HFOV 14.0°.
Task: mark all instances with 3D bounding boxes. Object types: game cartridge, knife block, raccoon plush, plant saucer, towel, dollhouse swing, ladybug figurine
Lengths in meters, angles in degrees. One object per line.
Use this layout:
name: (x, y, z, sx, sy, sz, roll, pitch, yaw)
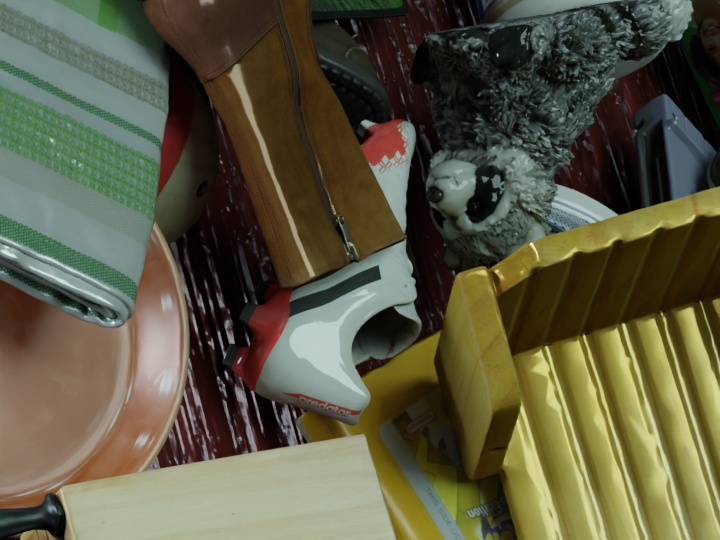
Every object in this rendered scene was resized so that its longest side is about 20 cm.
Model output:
game cartridge: (0.209, -0.004, 1.685, 0.130, 0.038, 0.200, 41, 26, -24)
knife block: (-0.103, 0.127, 1.308, 0.176, 0.200, 0.064, 26, 43, -65)
raccoon plush: (0.114, -0.073, 1.587, 0.199, 0.097, 0.134, -12, 96, -24)
plant saucer: (-0.175, 0.027, 1.377, 0.200, 0.032, 0.201, 8, 75, -30)
towel: (-0.160, -0.078, 1.381, 0.149, 0.031, 0.200, 27, 45, -25)
game cartridge: (0.079, 0.126, 1.556, 0.176, 0.032, 0.200, -30, 84, -45)
dollhouse swing: (0.160, 0.079, 1.472, 0.199, 0.182, 0.176, -15, 70, -9)
ladybug figurine: (-0.151, -0.085, 1.463, 0.200, 0.072, 0.136, 24, 52, -27)

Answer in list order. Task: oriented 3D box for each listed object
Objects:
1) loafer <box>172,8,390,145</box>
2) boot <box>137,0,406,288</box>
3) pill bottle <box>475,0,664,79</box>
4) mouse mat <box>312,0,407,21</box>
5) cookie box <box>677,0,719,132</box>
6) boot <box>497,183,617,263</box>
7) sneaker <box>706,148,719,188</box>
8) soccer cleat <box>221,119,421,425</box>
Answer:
loafer: (-0.073, -0.133, 1.570, 0.200, 0.073, 0.071, 35, 27, -29)
boot: (-0.021, -0.105, 1.483, 0.200, 0.068, 0.188, 62, 30, -3)
pill bottle: (0.112, -0.216, 1.734, 0.111, 0.111, 0.201, 9, 60, -36)
mouse mat: (-0.060, -0.217, 1.616, 0.200, 0.008, 0.161, 54, 24, 11)
cookie box: (0.298, -0.118, 1.816, 0.171, 0.075, 0.200, -29, 95, -37)
boot: (0.143, 0.039, 1.623, 0.200, 0.073, 0.090, 40, 31, -14)
sneaker: (0.242, -0.024, 1.662, 0.085, 0.073, 0.200, 59, 27, -23)
soccer cleat: (0.000, 0.000, 1.530, 0.085, 0.069, 0.200, 28, 47, 2)
